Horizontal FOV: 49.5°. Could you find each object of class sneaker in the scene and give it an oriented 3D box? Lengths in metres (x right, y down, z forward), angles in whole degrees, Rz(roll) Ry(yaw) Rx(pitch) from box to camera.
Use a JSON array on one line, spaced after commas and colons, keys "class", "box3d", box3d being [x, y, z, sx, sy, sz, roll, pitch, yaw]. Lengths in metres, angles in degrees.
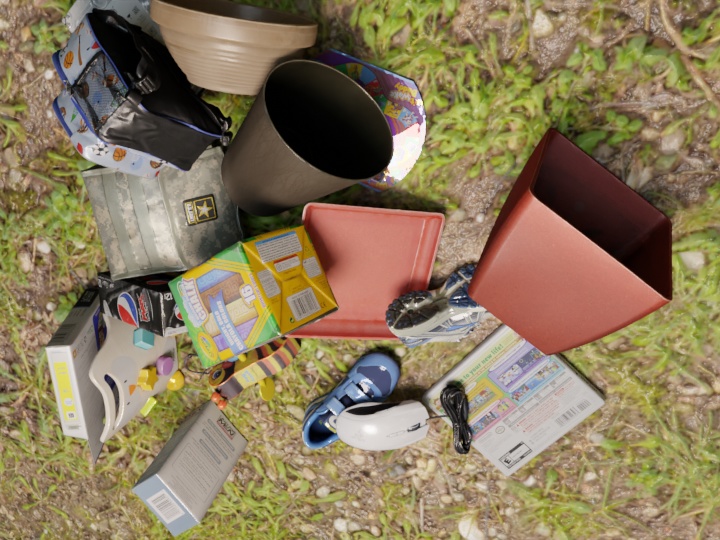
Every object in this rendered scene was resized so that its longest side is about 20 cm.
[{"class": "sneaker", "box3d": [-0.016, 0.202, 1.180, 0.074, 0.082, 0.200, 42, 114, -4]}, {"class": "sneaker", "box3d": [0.136, 0.054, 1.087, 0.198, 0.078, 0.085, -16, 140, 6]}]

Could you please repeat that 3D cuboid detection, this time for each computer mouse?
[{"class": "computer mouse", "box3d": [0.064, 0.229, 1.138, 0.198, 0.044, 0.111, -7, 113, -3]}]

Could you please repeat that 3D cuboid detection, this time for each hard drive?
[{"class": "hard drive", "box3d": [-0.291, -0.308, 1.058, 0.139, 0.038, 0.200, -36, 99, 25]}]

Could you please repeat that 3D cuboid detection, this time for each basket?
[{"class": "basket", "box3d": [-0.085, -0.149, 0.983, 0.179, 0.137, 0.200, 25, 154, -25]}]

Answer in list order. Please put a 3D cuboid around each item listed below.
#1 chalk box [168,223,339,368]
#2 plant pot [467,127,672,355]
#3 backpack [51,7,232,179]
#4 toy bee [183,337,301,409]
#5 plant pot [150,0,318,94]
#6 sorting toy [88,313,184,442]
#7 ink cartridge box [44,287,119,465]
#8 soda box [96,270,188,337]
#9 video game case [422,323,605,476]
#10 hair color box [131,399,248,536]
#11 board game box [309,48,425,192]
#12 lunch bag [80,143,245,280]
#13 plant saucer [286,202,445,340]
[{"class": "chalk box", "box3d": [-0.152, 0.039, 1.008, 0.199, 0.124, 0.125, -23, 90, 38]}, {"class": "plant pot", "box3d": [0.244, -0.019, 0.963, 0.199, 0.200, 0.177, 37, 126, -3]}, {"class": "backpack", "box3d": [-0.285, -0.219, 0.970, 0.153, 0.200, 0.192, -34, 70, 15]}, {"class": "toy bee", "box3d": [-0.181, 0.160, 1.187, 0.131, 0.109, 0.200, 36, 122, -23]}, {"class": "plant pot", "box3d": [-0.154, -0.270, 0.944, 0.199, 0.201, 0.094, 13, 113, 9]}, {"class": "sorting toy", "box3d": [-0.358, 0.164, 1.198, 0.106, 0.180, 0.202, 5, 114, 12]}, {"class": "ink cartridge box", "box3d": [-0.418, 0.158, 1.200, 0.046, 0.198, 0.202, -1, 113, -3]}, {"class": "soda box", "box3d": [-0.304, 0.041, 1.120, 0.199, 0.070, 0.064, 11, 107, 47]}, {"class": "video game case", "box3d": [0.221, 0.187, 1.144, 0.182, 0.022, 0.200, 41, 117, -5]}, {"class": "hair color box", "box3d": [-0.260, 0.302, 1.219, 0.060, 0.200, 0.099, -33, 101, 25]}, {"class": "board game box", "box3d": [-0.013, -0.193, 1.031, 0.198, 0.039, 0.159, 23, 116, 4]}, {"class": "lunch bag", "box3d": [-0.266, -0.085, 1.105, 0.198, 0.118, 0.166, -7, 108, 11]}, {"class": "plant saucer", "box3d": [0.000, 0.000, 1.074, 0.198, 0.037, 0.202, 3, 117, -19]}]
